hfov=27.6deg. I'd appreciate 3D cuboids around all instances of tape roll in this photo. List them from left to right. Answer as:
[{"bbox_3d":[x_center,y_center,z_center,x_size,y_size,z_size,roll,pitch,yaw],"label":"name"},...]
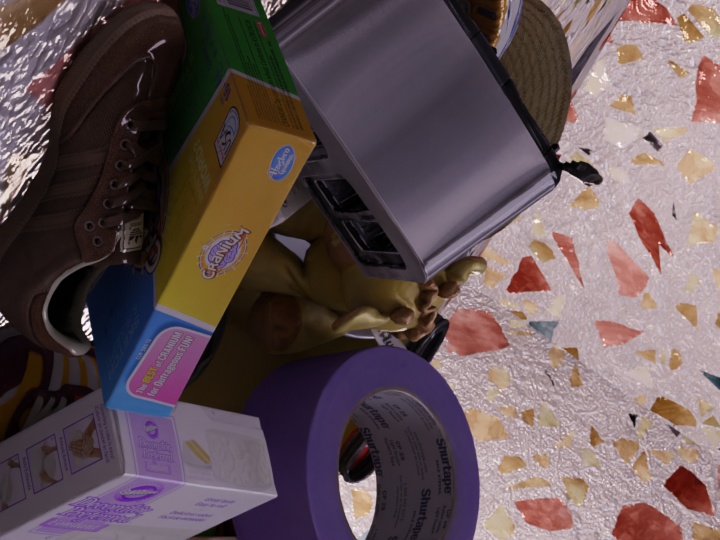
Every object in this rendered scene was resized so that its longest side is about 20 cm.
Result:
[{"bbox_3d":[-0.001,0.161,1.121,0.085,0.201,0.200,-11,-155,40],"label":"tape roll"}]

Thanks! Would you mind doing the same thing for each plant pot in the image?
[{"bbox_3d":[-0.083,0.099,1.337,0.201,0.176,0.200,-58,172,26],"label":"plant pot"}]

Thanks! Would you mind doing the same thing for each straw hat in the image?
[{"bbox_3d":[0.067,-0.128,1.130,0.085,0.201,0.202,11,122,-36],"label":"straw hat"}]

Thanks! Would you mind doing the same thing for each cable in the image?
[{"bbox_3d":[0.019,0.116,1.309,0.097,0.050,0.201,-26,143,-38],"label":"cable"}]

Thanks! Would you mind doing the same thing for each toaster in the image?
[{"bbox_3d":[0.019,-0.095,0.901,0.118,0.181,0.200,-38,-167,-12],"label":"toaster"}]

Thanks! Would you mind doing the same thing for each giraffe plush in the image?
[{"bbox_3d":[0.000,0.000,1.127,0.173,0.200,0.162,-53,-163,-13],"label":"giraffe plush"}]

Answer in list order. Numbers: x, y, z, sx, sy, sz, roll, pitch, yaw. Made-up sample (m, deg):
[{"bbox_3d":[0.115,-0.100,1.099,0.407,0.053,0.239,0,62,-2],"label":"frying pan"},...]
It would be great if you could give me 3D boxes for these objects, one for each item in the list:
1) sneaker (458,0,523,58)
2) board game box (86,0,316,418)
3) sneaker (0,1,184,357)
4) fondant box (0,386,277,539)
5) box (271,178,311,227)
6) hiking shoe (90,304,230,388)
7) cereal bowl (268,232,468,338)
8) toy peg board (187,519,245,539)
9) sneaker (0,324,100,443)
[{"bbox_3d":[0.073,-0.145,1.025,0.088,0.075,0.201,-48,168,-46],"label":"sneaker"},{"bbox_3d":[-0.100,-0.042,0.818,0.201,0.040,0.153,-60,-147,30],"label":"board game box"},{"bbox_3d":[-0.132,-0.044,0.781,0.070,0.075,0.201,-16,143,-58],"label":"sneaker"},{"bbox_3d":[-0.174,0.144,0.911,0.199,0.059,0.144,-29,153,26],"label":"fondant box"},{"bbox_3d":[-0.052,-0.088,1.044,0.082,0.069,0.200,-21,-167,35],"label":"box"},{"bbox_3d":[-0.166,0.071,1.087,0.200,0.076,0.101,-53,175,-9],"label":"hiking shoe"},{"bbox_3d":[-0.005,-0.044,1.272,0.200,0.200,0.083,-53,-152,-13],"label":"cereal bowl"},{"bbox_3d":[-0.138,0.187,1.188,0.199,0.199,0.099,15,71,-55],"label":"toy peg board"},{"bbox_3d":[-0.194,0.085,0.928,0.075,0.090,0.200,-56,172,11],"label":"sneaker"}]
